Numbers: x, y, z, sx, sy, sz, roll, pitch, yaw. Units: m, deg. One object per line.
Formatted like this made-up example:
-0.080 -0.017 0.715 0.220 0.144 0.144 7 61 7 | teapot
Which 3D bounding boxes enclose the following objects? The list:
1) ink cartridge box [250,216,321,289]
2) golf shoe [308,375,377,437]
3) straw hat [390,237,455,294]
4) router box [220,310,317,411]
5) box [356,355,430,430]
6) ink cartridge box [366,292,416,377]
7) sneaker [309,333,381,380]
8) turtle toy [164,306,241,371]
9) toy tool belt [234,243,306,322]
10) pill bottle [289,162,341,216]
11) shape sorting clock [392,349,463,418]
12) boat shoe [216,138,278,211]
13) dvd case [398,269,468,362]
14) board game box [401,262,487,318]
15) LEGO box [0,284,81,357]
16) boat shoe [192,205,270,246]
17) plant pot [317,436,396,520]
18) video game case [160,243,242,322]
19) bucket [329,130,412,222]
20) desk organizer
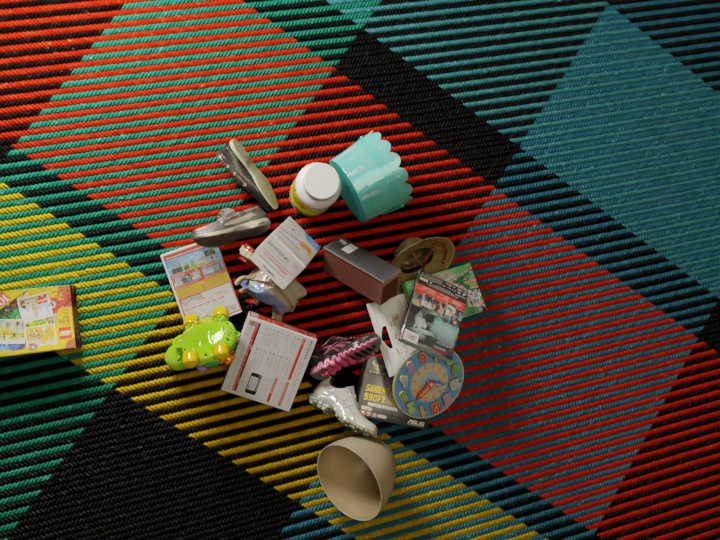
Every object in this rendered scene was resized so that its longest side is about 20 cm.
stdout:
-0.178 -0.044 1.616 0.115 0.200 0.068 44 112 -7 | ink cartridge box
-0.030 0.334 1.659 0.200 0.078 0.097 29 72 19 | golf shoe
0.139 -0.038 1.740 0.200 0.201 0.085 -21 51 -13 | straw hat
-0.224 0.225 1.643 0.179 0.049 0.201 21 97 -11 | router box
0.092 0.314 1.731 0.199 0.048 0.159 15 84 -11 | box
0.117 0.162 1.720 0.173 0.044 0.201 -14 77 -18 | ink cartridge box
-0.045 0.193 1.674 0.199 0.079 0.096 -25 52 8 | sneaker
-0.378 0.181 1.598 0.199 0.101 0.146 -15 49 5 | turtle toy
-0.239 0.039 1.635 0.200 0.125 0.123 39 85 -27 | toy tool belt
-0.110 -0.201 1.641 0.112 0.200 0.113 1 86 -12 | pill bottle
0.173 0.282 1.682 0.199 0.039 0.201 -9 113 -21 | shape sorting clock
-0.281 -0.230 1.678 0.063 0.074 0.202 -33 102 16 | boat shoe
0.185 0.113 1.674 0.145 0.022 0.201 23 61 -10 | dvd case
0.219 0.070 1.737 0.199 0.029 0.135 -16 80 -20 | board game box
-0.761 0.118 1.542 0.199 0.077 0.150 -7 88 -13 | LEGO box
-0.324 -0.113 1.656 0.199 0.075 0.074 -15 71 -28 | boat shoe
0.011 0.489 1.647 0.134 0.200 0.201 -25 92 -47 | plant pot
-0.394 0.034 1.658 0.142 0.017 0.201 -20 91 -13 | video game case
0.022 -0.229 1.676 0.134 0.207 0.208 -30 93 -10 | bucket
0.000 0.000 1.683 0.200 0.077 0.072 31 45 29 | desk organizer
